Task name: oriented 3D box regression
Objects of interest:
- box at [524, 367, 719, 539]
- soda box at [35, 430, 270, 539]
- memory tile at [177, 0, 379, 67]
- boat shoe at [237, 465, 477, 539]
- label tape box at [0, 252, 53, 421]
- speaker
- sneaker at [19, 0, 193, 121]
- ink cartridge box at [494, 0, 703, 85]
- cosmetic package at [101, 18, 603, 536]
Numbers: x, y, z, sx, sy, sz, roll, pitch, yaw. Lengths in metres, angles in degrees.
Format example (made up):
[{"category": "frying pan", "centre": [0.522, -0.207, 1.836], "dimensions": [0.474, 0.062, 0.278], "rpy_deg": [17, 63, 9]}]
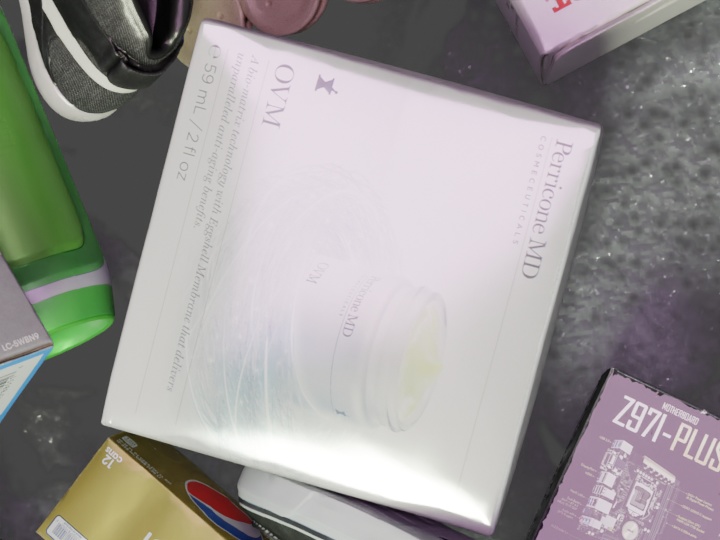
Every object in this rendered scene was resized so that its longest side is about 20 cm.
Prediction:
[{"category": "box", "centre": [0.176, 0.165, 1.114], "dimensions": [0.199, 0.086, 0.165], "rpy_deg": [24, 85, 5]}, {"category": "soda box", "centre": [-0.061, 0.166, 1.131], "dimensions": [0.200, 0.068, 0.064], "rpy_deg": [41, 99, 7]}, {"category": "memory tile", "centre": [-0.033, -0.201, 1.160], "dimensions": [0.199, 0.017, 0.154], "rpy_deg": [-19, 87, 29]}, {"category": "boat shoe", "centre": [0.008, 0.148, 1.080], "dimensions": [0.199, 0.072, 0.071], "rpy_deg": [22, 98, 43]}, {"category": "label tape box", "centre": [-0.243, -0.004, 1.116], "dimensions": [0.063, 0.144, 0.201], "rpy_deg": [-21, 71, -38]}, {"category": "speaker", "centre": [-0.196, -0.053, 1.163], "dimensions": [0.088, 0.088, 0.201], "rpy_deg": [-23, 82, 0]}, {"category": "sneaker", "centre": [-0.139, -0.187, 1.158], "dimensions": [0.073, 0.112, 0.201], "rpy_deg": [-20, 88, -42]}, {"category": "ink cartridge box", "centre": [0.110, -0.218, 1.168], "dimensions": [0.144, 0.084, 0.201], "rpy_deg": [-28, 82, -1]}, {"category": "cosmetic package", "centre": [0.000, 0.000, 1.110], "dimensions": [0.198, 0.123, 0.201], "rpy_deg": [15, 95, 4]}]
